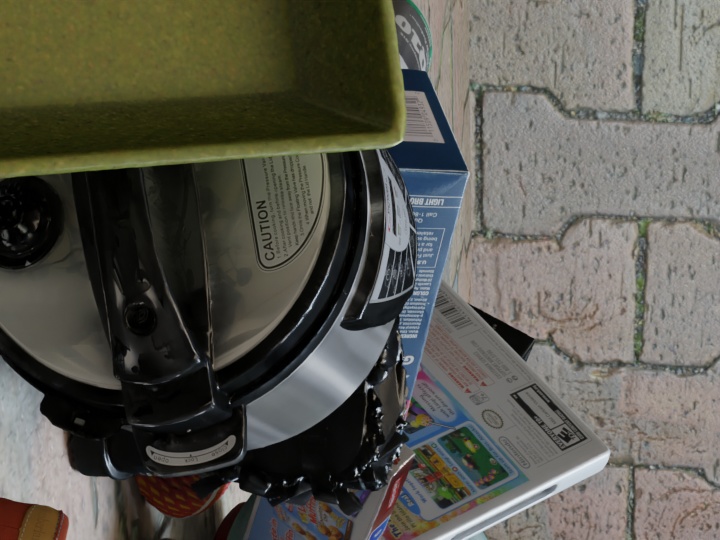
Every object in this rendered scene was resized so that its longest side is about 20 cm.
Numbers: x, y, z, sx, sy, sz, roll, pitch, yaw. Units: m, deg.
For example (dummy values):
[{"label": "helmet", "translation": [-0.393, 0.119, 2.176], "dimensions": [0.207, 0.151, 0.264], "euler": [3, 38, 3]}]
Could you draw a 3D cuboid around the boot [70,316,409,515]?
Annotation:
[{"label": "boot", "translation": [-0.059, 0.021, 0.809], "dimensions": [0.073, 0.161, 0.200], "euler": [11, 80, -74]}]

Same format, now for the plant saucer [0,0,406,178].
[{"label": "plant saucer", "translation": [-0.092, -0.132, 0.566], "dimensions": [0.048, 0.199, 0.201], "euler": [-11, -94, 62]}]

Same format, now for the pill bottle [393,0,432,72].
[{"label": "pill bottle", "translation": [-0.009, -0.148, 1.263], "dimensions": [0.200, 0.112, 0.114], "euler": [-70, 159, -63]}]

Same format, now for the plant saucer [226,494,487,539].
[{"label": "plant saucer", "translation": [0.011, 0.202, 1.021], "dimensions": [0.039, 0.200, 0.202], "euler": [132, -30, -55]}]

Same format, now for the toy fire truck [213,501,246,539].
[{"label": "toy fire truck", "translation": [-0.060, 0.264, 1.087], "dimensions": [0.168, 0.112, 0.201], "euler": [-59, 154, -34]}]

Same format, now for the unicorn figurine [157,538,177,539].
[{"label": "unicorn figurine", "translation": [-0.084, 0.192, 0.882], "dimensions": [0.200, 0.137, 0.074], "euler": [-13, 115, -66]}]

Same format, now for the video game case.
[{"label": "video game case", "translation": [0.026, 0.082, 1.003], "dimensions": [0.181, 0.200, 0.024], "euler": [-20, 142, -34]}]

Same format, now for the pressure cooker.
[{"label": "pressure cooker", "translation": [-0.075, -0.013, 0.681], "dimensions": [0.179, 0.176, 0.200], "euler": [-53, 165, -4]}]

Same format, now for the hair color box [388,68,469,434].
[{"label": "hair color box", "translation": [0.000, 0.000, 0.884], "dimensions": [0.100, 0.060, 0.201], "euler": [-107, -157, -51]}]

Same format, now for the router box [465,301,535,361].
[{"label": "router box", "translation": [0.010, 0.077, 1.066], "dimensions": [0.200, 0.149, 0.051], "euler": [-47, 161, -49]}]

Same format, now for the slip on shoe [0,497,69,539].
[{"label": "slip on shoe", "translation": [-0.135, 0.166, 0.692], "dimensions": [0.201, 0.061, 0.074], "euler": [85, 10, -45]}]

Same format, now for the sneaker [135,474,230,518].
[{"label": "sneaker", "translation": [-0.086, 0.041, 0.936], "dimensions": [0.077, 0.073, 0.201], "euler": [-28, 136, -83]}]

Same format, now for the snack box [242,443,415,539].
[{"label": "snack box", "translation": [-0.027, 0.146, 0.901], "dimensions": [0.024, 0.072, 0.201], "euler": [-37, 156, -40]}]
